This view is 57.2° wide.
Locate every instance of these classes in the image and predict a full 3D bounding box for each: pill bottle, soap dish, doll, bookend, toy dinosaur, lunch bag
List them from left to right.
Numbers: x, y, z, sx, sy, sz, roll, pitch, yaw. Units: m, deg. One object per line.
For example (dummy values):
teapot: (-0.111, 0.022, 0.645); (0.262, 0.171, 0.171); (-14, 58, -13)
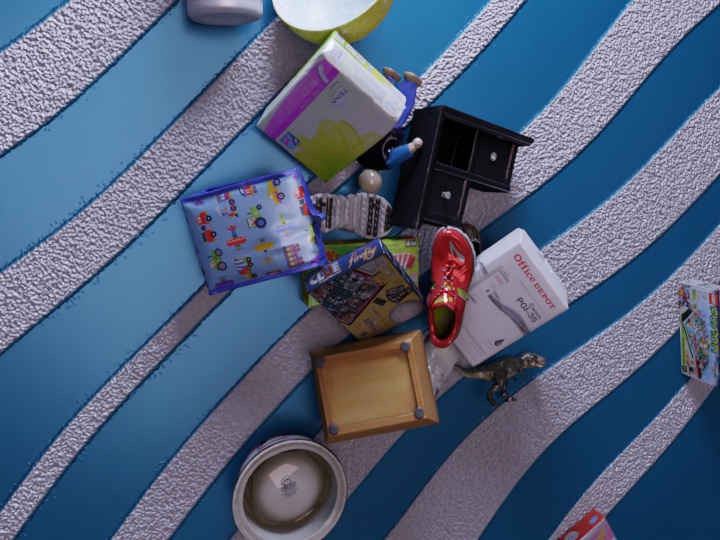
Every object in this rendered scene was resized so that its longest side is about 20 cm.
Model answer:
pill bottle: (-0.201, -0.468, 0.951); (0.111, 0.112, 0.203); (-5, 101, -17)
lunch bag: (-0.148, -0.064, 0.998); (0.197, 0.094, 0.153); (-11, 104, 16)
soap dish: (0.019, 0.194, 1.098); (0.197, 0.081, 0.160); (-12, 82, 6)
doll: (0.042, -0.225, 1.083); (0.135, 0.048, 0.203); (19, 90, 21)
bookend: (0.171, -0.151, 1.119); (0.196, 0.092, 0.203); (13, 92, -27)
toy dinosaur: (0.262, 0.207, 1.242); (0.197, 0.047, 0.090); (-5, 87, -26)

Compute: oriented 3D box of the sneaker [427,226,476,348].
sneaker: (0.144, 0.032, 1.065); (0.076, 0.085, 0.203); (4, 106, 14)

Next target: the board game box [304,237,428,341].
board game box: (0.014, 0.037, 1.064); (0.134, 0.035, 0.200); (-26, 143, 11)

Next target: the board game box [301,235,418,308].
board game box: (0.000, 0.000, 1.126); (0.197, 0.048, 0.103); (-5, 100, -18)

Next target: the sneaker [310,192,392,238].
sneaker: (-0.029, -0.096, 1.092); (0.198, 0.081, 0.076); (4, 97, -39)

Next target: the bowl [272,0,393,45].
bowl: (-0.025, -0.417, 1.008); (0.201, 0.199, 0.108); (-54, 152, -3)

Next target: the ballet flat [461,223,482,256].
ballet flat: (0.208, 0.014, 1.198); (0.066, 0.046, 0.203); (-13, 103, -15)

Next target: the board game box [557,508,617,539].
board game box: (0.457, 0.624, 1.381); (0.199, 0.040, 0.154); (-35, 107, -10)

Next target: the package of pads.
package of pads: (-0.044, -0.237, 1.002); (0.154, 0.199, 0.069); (37, 49, -19)

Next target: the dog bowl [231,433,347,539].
dog bowl: (-0.125, 0.373, 1.131); (0.197, 0.074, 0.203); (-3, 100, -17)

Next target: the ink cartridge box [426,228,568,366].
ink cartridge box: (0.235, 0.046, 1.138); (0.199, 0.083, 0.147); (-36, 98, 22)

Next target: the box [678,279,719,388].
box: (0.706, 0.127, 1.348); (0.034, 0.110, 0.203); (-11, 101, -16)

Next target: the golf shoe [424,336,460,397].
golf shoe: (0.127, 0.195, 1.174); (0.078, 0.097, 0.201); (39, 84, -18)
